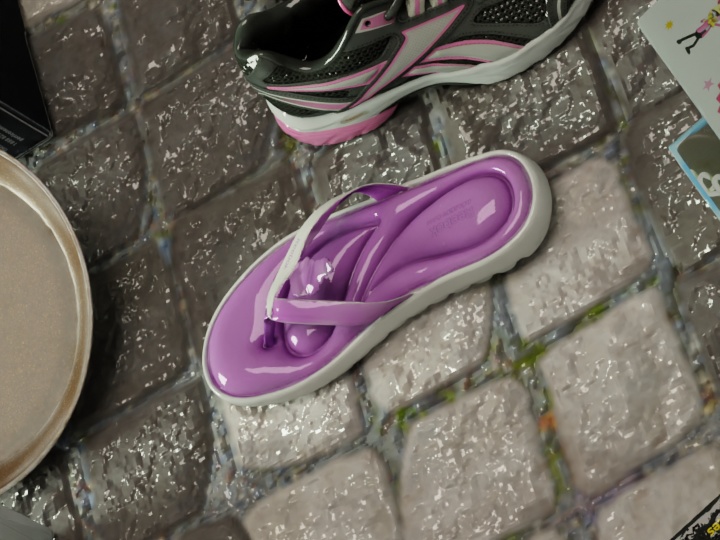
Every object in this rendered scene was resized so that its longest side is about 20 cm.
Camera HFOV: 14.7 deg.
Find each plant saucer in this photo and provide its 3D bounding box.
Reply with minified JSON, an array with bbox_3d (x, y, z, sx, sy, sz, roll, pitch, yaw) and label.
[{"bbox_3d":[-0.224,0.029,1.471,0.199,0.032,0.202,-2,85,22],"label":"plant saucer"}]

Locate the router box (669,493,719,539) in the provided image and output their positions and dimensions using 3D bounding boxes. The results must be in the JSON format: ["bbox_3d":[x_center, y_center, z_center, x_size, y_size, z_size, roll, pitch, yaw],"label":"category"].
[{"bbox_3d":[0.174,0.174,1.170,0.200,0.051,0.149,-44,55,8],"label":"router box"}]

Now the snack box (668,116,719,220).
[{"bbox_3d":[0.213,0.026,1.171,0.037,0.116,0.200,-40,54,12],"label":"snack box"}]

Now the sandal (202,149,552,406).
[{"bbox_3d":[-0.002,-0.006,1.363,0.202,0.050,0.083,-31,56,18],"label":"sandal"}]

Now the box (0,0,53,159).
[{"bbox_3d":[-0.301,-0.122,1.562,0.196,0.124,0.201,-32,56,19],"label":"box"}]

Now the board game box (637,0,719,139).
[{"bbox_3d":[0.216,-0.037,1.134,0.064,0.200,0.148,-42,48,15],"label":"board game box"}]

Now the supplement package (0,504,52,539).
[{"bbox_3d":[-0.238,0.211,1.330,0.147,0.191,0.201,-28,58,19],"label":"supplement package"}]

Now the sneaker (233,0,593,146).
[{"bbox_3d":[0.025,-0.129,1.377,0.199,0.086,0.081,-31,58,17],"label":"sneaker"}]
